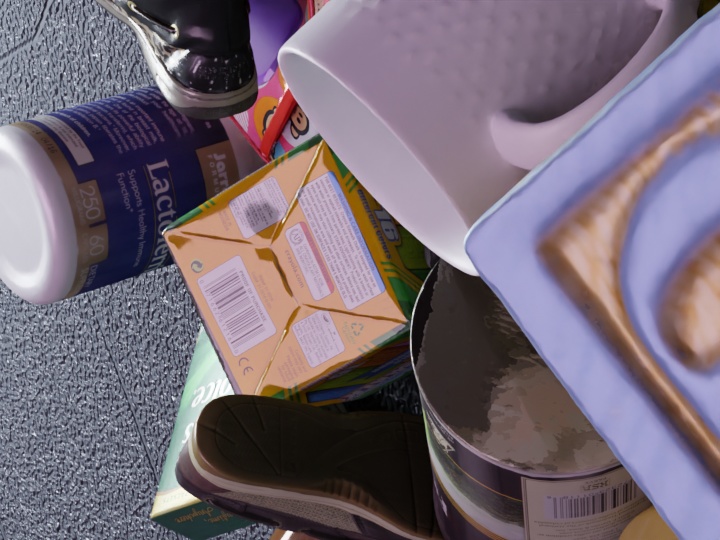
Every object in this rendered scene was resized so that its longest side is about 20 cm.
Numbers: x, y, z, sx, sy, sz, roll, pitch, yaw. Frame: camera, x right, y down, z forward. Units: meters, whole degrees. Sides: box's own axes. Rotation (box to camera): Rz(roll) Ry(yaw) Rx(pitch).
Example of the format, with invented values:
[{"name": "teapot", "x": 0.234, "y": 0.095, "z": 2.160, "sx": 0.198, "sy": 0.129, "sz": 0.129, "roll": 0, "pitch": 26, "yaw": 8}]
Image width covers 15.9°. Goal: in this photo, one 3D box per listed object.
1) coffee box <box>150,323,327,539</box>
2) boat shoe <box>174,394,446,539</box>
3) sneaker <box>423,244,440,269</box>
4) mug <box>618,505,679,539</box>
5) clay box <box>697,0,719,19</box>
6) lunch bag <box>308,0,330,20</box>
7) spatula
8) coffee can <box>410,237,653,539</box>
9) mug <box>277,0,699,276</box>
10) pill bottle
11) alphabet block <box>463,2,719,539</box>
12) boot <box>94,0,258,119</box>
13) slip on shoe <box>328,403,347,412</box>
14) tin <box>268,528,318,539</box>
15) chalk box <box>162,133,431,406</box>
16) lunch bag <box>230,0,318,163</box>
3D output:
[{"name": "coffee box", "x": -0.064, "y": 0.065, "z": 1.634, "sx": 0.123, "sy": 0.044, "sz": 0.200, "roll": -21, "pitch": 49, "yaw": 51}, {"name": "boat shoe", "x": -0.009, "y": 0.119, "z": 1.455, "sx": 0.066, "sy": 0.201, "sz": 0.072, "roll": 137, "pitch": 142, "yaw": -55}, {"name": "sneaker", "x": 0.098, "y": -0.013, "z": 1.405, "sx": 0.200, "sy": 0.115, "sz": 0.075, "roll": 28, "pitch": 127, "yaw": 48}, {"name": "mug", "x": 0.200, "y": 0.140, "z": 1.295, "sx": 0.149, "sy": 0.153, "sz": 0.187, "roll": -17, "pitch": 90, "yaw": 58}, {"name": "clay box", "x": 0.198, "y": -0.099, "z": 1.280, "sx": 0.200, "sy": 0.048, "sz": 0.115, "roll": 29, "pitch": 125, "yaw": 46}, {"name": "lunch bag", "x": 0.035, "y": -0.188, "z": 1.377, "sx": 0.176, "sy": 0.082, "sz": 0.200, "roll": 9, "pitch": 112, "yaw": 23}, {"name": "spatula", "x": -0.041, "y": -0.194, "z": 1.476, "sx": 0.057, "sy": 0.021, "sz": 0.200, "roll": 48, "pitch": 135, "yaw": 33}, {"name": "coffee can", "x": 0.105, "y": 0.076, "z": 1.344, "sx": 0.146, "sy": 0.146, "sz": 0.200, "roll": 55, "pitch": 169, "yaw": 25}, {"name": "mug", "x": 0.083, "y": -0.103, "z": 1.221, "sx": 0.148, "sy": 0.175, "sz": 0.200, "roll": 52, "pitch": 170, "yaw": -27}, {"name": "pill bottle", "x": -0.139, "y": -0.058, "z": 1.657, "sx": 0.116, "sy": 0.200, "sz": 0.116, "roll": 31, "pitch": 131, "yaw": 45}, {"name": "alphabet block", "x": 0.203, "y": -0.009, "z": 1.106, "sx": 0.195, "sy": 0.200, "sz": 0.197, "roll": -41, "pitch": 79, "yaw": 30}, {"name": "boot", "x": -0.111, "y": -0.203, "z": 1.467, "sx": 0.204, "sy": 0.073, "sz": 0.154, "roll": 57, "pitch": 154, "yaw": 35}, {"name": "slip on shoe", "x": -0.034, "y": 0.116, "z": 1.660, "sx": 0.200, "sy": 0.061, "sz": 0.074, "roll": -121, "pitch": 25, "yaw": -52}, {"name": "tin", "x": 0.018, "y": 0.214, "z": 1.640, "sx": 0.200, "sy": 0.112, "sz": 0.042, "roll": 33, "pitch": 92, "yaw": 41}, {"name": "chalk box", "x": 0.000, "y": 0.000, "z": 1.520, "sx": 0.124, "sy": 0.200, "sz": 0.125, "roll": -29, "pitch": 80, "yaw": 23}, {"name": "lunch bag", "x": -0.017, "y": -0.149, "z": 1.550, "sx": 0.176, "sy": 0.082, "sz": 0.200, "roll": 53, "pitch": 140, "yaw": 20}]
